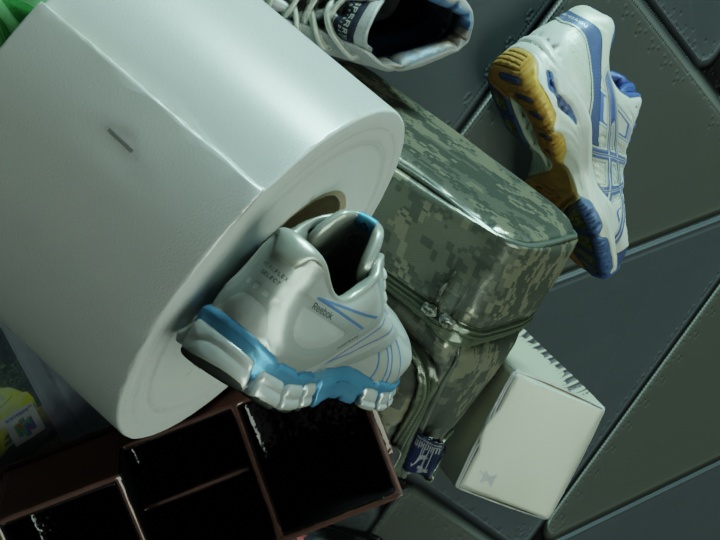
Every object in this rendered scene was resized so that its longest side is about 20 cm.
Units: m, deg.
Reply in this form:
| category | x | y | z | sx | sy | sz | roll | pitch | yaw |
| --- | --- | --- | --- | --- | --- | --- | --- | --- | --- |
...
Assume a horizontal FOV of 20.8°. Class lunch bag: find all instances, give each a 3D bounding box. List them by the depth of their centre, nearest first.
| category | x | y | z | sx | sy | sz | roll | pitch | yaw |
| --- | --- | --- | --- | --- | --- | --- | --- | --- | --- |
| lunch bag | 0.000 | 0.000 | 1.097 | 0.168 | 0.200 | 0.139 | -59 | 166 | 19 |

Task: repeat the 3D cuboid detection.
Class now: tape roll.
| category | x | y | z | sx | sy | sz | roll | pitch | yaw |
| --- | --- | --- | --- | --- | --- | --- | --- | --- | --- |
| tape roll | -0.094 | -0.039 | 0.947 | 0.203 | 0.139 | 0.203 | -46 | 167 | -14 |

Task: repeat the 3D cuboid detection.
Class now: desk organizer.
| category | x | y | z | sx | sy | sz | roll | pitch | yaw |
| --- | --- | --- | --- | --- | --- | --- | --- | --- | --- |
| desk organizer | -0.083 | 0.109 | 1.003 | 0.199 | 0.077 | 0.072 | -21 | 104 | -1 |

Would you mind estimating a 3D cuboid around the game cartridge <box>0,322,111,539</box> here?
| category | x | y | z | sx | sy | sz | roll | pitch | yaw |
| --- | --- | --- | --- | --- | --- | --- | --- | --- | --- |
| game cartridge | -0.214 | 0.093 | 1.041 | 0.200 | 0.041 | 0.134 | -34 | 101 | -25 |

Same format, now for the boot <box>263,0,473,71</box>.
| category | x | y | z | sx | sy | sz | roll | pitch | yaw |
| --- | --- | --- | --- | --- | --- | --- | --- | --- | --- |
| boot | -0.028 | -0.151 | 1.055 | 0.199 | 0.095 | 0.074 | -6 | 120 | -41 |

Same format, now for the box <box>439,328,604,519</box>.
| category | x | y | z | sx | sy | sz | roll | pitch | yaw |
| --- | --- | --- | --- | --- | --- | --- | --- | --- | --- |
| box | 0.073 | 0.072 | 1.214 | 0.068 | 0.200 | 0.083 | 23 | 101 | -21 |

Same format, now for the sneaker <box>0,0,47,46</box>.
| category | x | y | z | sx | sy | sz | roll | pitch | yaw |
| --- | --- | --- | --- | --- | --- | --- | --- | --- | --- |
| sneaker | -0.196 | -0.118 | 0.940 | 0.200 | 0.074 | 0.084 | -18 | 127 | -48 |

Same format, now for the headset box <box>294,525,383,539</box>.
| category | x | y | z | sx | sy | sz | roll | pitch | yaw |
| --- | --- | --- | --- | --- | --- | --- | --- | --- | --- |
| headset box | -0.022 | 0.225 | 1.267 | 0.200 | 0.148 | 0.075 | 20 | 101 | -49 |

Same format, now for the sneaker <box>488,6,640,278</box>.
| category | x | y | z | sx | sy | sz | roll | pitch | yaw |
| --- | --- | --- | --- | --- | --- | --- | --- | --- | --- |
| sneaker | 0.153 | -0.080 | 1.278 | 0.088 | 0.075 | 0.200 | -40 | 137 | -17 |

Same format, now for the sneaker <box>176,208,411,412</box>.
| category | x | y | z | sx | sy | sz | roll | pitch | yaw |
| --- | --- | --- | --- | --- | --- | --- | --- | --- | --- |
| sneaker | -0.008 | 0.014 | 0.920 | 0.087 | 0.075 | 0.200 | -58 | 166 | 9 |
